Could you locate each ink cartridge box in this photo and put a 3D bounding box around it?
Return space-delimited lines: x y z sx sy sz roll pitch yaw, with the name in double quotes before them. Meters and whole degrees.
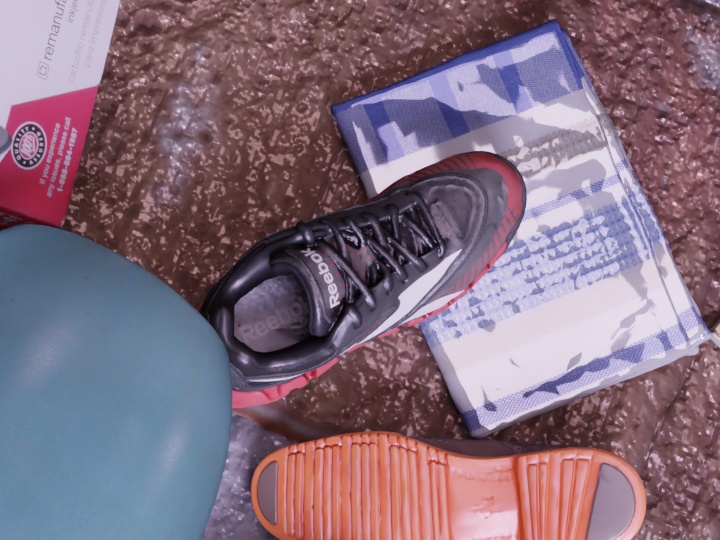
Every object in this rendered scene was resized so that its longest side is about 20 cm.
"ink cartridge box" -0.226 -0.115 0.932 0.200 0.086 0.148 20 77 -38

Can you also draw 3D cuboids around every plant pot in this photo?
"plant pot" -0.152 0.078 0.905 0.201 0.201 0.161 33 67 -5

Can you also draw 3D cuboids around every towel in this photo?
"towel" 0.086 -0.023 1.052 0.147 0.024 0.200 -22 84 -12

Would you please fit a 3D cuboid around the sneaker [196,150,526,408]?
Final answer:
"sneaker" 0.000 0.000 0.979 0.200 0.098 0.071 -30 83 -7

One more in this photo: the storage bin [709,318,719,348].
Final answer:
"storage bin" 0.336 0.030 1.058 0.200 0.094 0.199 45 75 -1

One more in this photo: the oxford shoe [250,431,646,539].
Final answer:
"oxford shoe" 0.045 0.118 1.002 0.200 0.073 0.071 3 90 7

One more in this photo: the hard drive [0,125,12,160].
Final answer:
"hard drive" -0.241 0.023 0.869 0.027 0.132 0.200 41 118 -2
